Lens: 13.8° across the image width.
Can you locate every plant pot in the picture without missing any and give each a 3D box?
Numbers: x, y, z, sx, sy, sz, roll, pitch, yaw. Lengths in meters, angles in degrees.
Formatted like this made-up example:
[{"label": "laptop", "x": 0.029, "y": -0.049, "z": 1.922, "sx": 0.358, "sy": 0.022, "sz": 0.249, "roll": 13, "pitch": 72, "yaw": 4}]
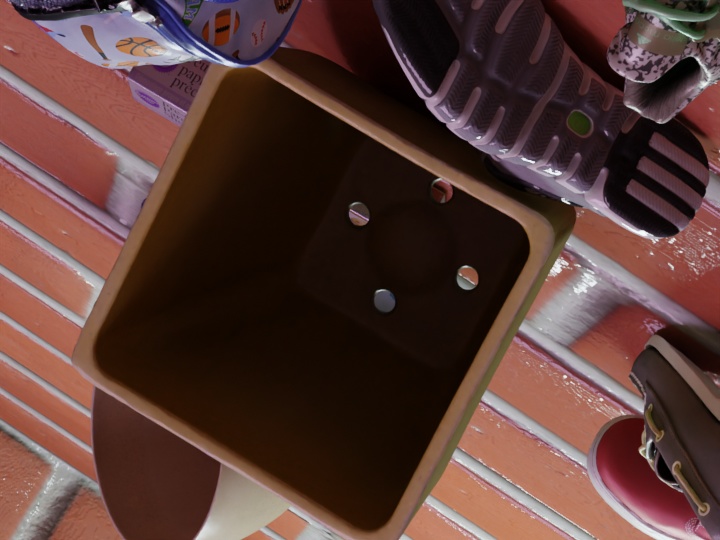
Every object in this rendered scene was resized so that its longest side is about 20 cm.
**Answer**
[{"label": "plant pot", "x": 0.000, "y": 0.000, "z": 1.572, "sx": 0.195, "sy": 0.195, "sz": 0.200, "roll": 30, "pitch": -164, "yaw": 10}, {"label": "plant pot", "x": -0.100, "y": 0.118, "z": 2.276, "sx": 0.134, "sy": 0.201, "sz": 0.200, "roll": 0, "pitch": -173, "yaw": -33}]

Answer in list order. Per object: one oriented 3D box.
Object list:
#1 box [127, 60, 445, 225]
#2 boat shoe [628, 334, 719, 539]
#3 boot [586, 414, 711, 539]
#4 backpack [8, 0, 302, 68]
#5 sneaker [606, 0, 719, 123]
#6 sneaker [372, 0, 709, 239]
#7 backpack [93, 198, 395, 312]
[{"label": "box", "x": -0.043, "y": -0.073, "z": 1.746, "sx": 0.200, "sy": 0.039, "sz": 0.041, "roll": 31, "pitch": 165, "yaw": 9}, {"label": "boat shoe", "x": 0.186, "y": 0.094, "z": 1.657, "sx": 0.072, "sy": 0.060, "sz": 0.202, "roll": 43, "pitch": -177, "yaw": -23}, {"label": "boot", "x": 0.240, "y": 0.140, "z": 1.780, "sx": 0.200, "sy": 0.073, "sz": 0.144, "roll": 27, "pitch": 167, "yaw": -10}, {"label": "backpack", "x": -0.085, "y": -0.177, "z": 1.231, "sx": 0.154, "sy": 0.201, "sz": 0.191, "roll": 9, "pitch": 159, "yaw": 29}, {"label": "sneaker", "x": 0.130, "y": -0.111, "z": 1.132, "sx": 0.077, "sy": 0.089, "sz": 0.200, "roll": 29, "pitch": 165, "yaw": 17}, {"label": "sneaker", "x": 0.064, "y": -0.081, "z": 1.418, "sx": 0.200, "sy": 0.075, "sz": 0.115, "roll": 39, "pitch": 168, "yaw": -24}, {"label": "backpack", "x": -0.050, "y": 0.024, "z": 1.815, "sx": 0.200, "sy": 0.147, "sz": 0.183, "roll": 23, "pitch": -175, "yaw": -28}]
